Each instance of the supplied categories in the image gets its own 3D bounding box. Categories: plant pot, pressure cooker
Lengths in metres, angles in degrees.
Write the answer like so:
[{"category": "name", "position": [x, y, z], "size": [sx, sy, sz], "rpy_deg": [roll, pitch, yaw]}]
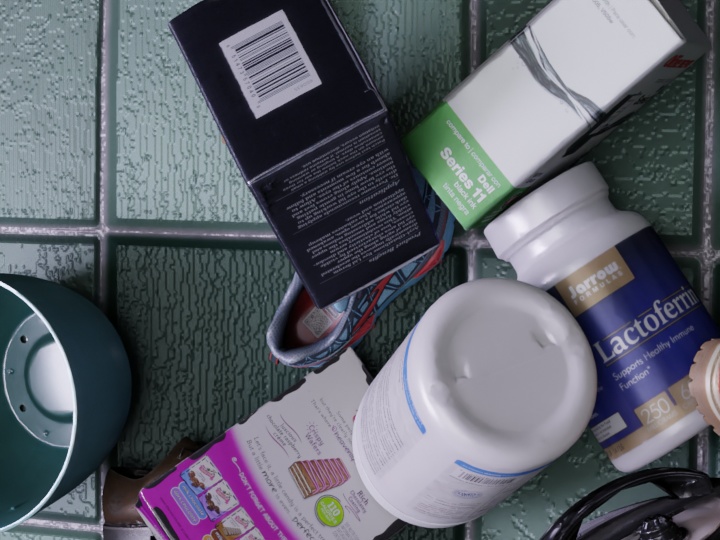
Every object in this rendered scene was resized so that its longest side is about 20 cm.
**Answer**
[{"category": "plant pot", "position": [-0.273, 0.095, 1.356], "size": [0.198, 0.161, 0.203], "rpy_deg": [2, 95, 20]}, {"category": "pressure cooker", "position": [0.207, 0.240, 1.177], "size": [0.177, 0.176, 0.202], "rpy_deg": [-19, 97, 26]}]

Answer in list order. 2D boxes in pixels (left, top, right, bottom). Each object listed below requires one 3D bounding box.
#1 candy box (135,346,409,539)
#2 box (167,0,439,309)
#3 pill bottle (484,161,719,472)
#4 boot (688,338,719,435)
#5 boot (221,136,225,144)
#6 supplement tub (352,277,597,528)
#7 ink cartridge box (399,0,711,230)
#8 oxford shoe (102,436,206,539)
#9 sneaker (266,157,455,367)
[{"category": "candy box", "position": [-0.051, 0.171, 1.277], "size": [0.199, 0.061, 0.137], "rpy_deg": [-33, 81, -20]}, {"category": "box", "position": [-0.035, -0.091, 1.175], "size": [0.104, 0.200, 0.149], "rpy_deg": [-28, 63, 0]}, {"category": "pill bottle", "position": [0.179, 0.031, 1.209], "size": [0.115, 0.116, 0.201], "rpy_deg": [-35, 82, 19]}, {"category": "boot", "position": [0.317, 0.116, 1.132], "size": [0.107, 0.199, 0.076], "rpy_deg": [-5, 53, 53]}, {"category": "boot", "position": [-0.043, -0.205, 1.287], "size": [0.173, 0.066, 0.202], "rpy_deg": [-4, 105, 25]}, {"category": "supplement tub", "position": [0.075, 0.097, 1.190], "size": [0.130, 0.200, 0.134], "rpy_deg": [5, 70, -13]}, {"category": "ink cartridge box", "position": [0.140, -0.126, 1.195], "size": [0.200, 0.146, 0.083], "rpy_deg": [-41, 82, 19]}, {"category": "oxford shoe", "position": [-0.122, 0.175, 1.355], "size": [0.198, 0.073, 0.086], "rpy_deg": [-6, 88, 19]}, {"category": "sneaker", "position": [0.000, 0.000, 1.283], "size": [0.079, 0.095, 0.201], "rpy_deg": [38, 106, 12]}]
